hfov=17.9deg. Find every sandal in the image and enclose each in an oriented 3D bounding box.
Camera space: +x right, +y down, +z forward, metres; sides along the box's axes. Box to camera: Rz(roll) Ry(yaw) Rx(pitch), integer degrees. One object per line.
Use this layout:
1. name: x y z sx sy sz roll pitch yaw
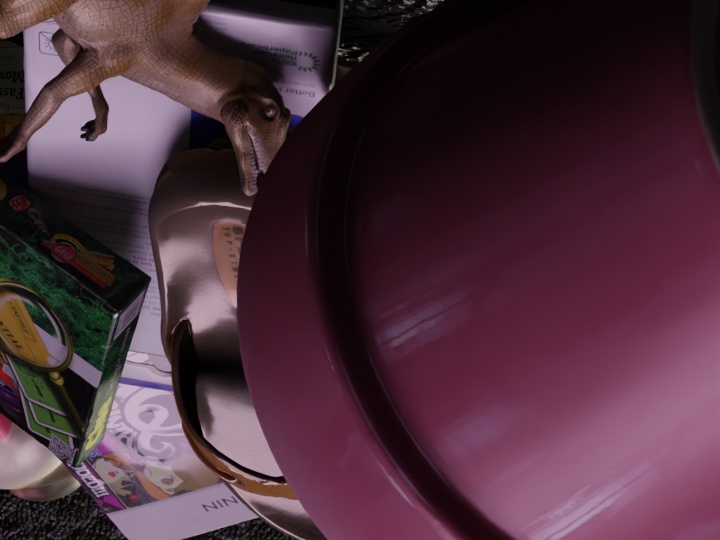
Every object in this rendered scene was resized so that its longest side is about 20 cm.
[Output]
1. sandal: -0.030 0.041 0.778 0.080 0.054 0.201 -3 139 11

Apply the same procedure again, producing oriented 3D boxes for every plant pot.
1. plant pot: 0.091 -0.007 0.640 0.199 0.201 0.179 15 153 -26

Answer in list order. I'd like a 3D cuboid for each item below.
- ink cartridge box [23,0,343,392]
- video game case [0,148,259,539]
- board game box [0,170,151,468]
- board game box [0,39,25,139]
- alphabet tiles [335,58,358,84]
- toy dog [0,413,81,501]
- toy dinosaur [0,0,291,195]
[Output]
1. ink cartridge box: -0.061 -0.031 0.771 0.099 0.039 0.201 9 140 -1
2. video game case: -0.057 0.018 0.881 0.180 0.036 0.200 -18 130 19
3. board game box: -0.165 -0.020 0.799 0.200 0.023 0.105 35 141 10
4. board game box: -0.179 -0.061 0.921 0.151 0.047 0.200 2 166 35
5. alphabet tiles: 0.000 0.000 0.889 0.165 0.006 0.201 12 134 -7
6. toy dog: -0.199 0.041 0.989 0.199 0.140 0.194 12 -177 -3
7. toy dinosaur: -0.087 -0.090 0.651 0.101 0.058 0.200 -22 139 11
